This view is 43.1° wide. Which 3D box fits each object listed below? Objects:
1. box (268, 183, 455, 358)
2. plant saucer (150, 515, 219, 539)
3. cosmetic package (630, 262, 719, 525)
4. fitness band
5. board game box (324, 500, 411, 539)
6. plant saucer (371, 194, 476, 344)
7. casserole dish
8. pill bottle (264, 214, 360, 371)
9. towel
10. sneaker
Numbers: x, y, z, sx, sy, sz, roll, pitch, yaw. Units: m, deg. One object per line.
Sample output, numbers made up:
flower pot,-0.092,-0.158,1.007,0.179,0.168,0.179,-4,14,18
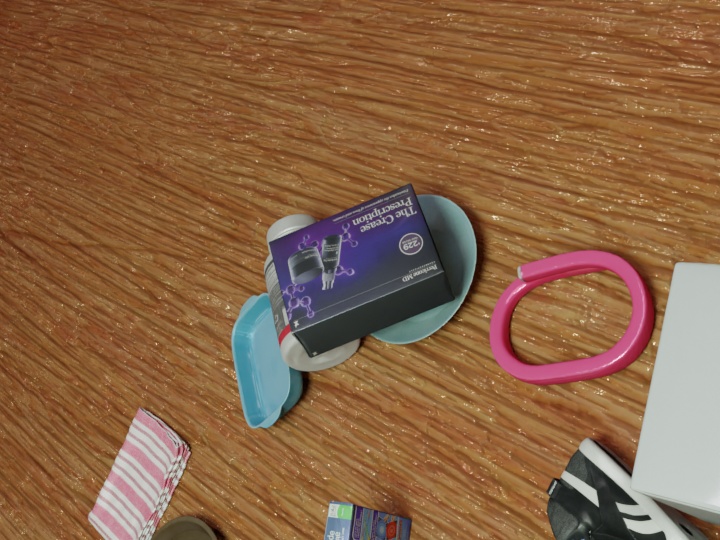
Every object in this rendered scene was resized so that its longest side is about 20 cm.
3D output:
box,0.000,0.000,1.132,0.197,0.079,0.143,-22,59,5
plant saucer,-0.249,0.448,1.268,0.198,0.029,0.204,-19,60,36
cosmetic package,0.346,0.123,0.804,0.121,0.199,0.203,6,74,40
fitness band,0.235,0.054,1.037,0.197,0.037,0.146,-15,63,36
board game box,-0.001,0.373,1.026,0.034,0.135,0.204,-3,69,33
plant saucer,0.075,0.002,1.191,0.198,0.038,0.205,-17,62,34
casserole dish,-0.130,0.128,1.292,0.121,0.038,0.203,-44,49,35
pill bottle,-0.073,0.026,1.253,0.110,0.110,0.203,-32,53,24
towel,-0.346,0.330,1.402,0.145,0.030,0.203,24,87,44
sneaker,0.264,0.271,0.903,0.113,0.072,0.200,-55,39,10
